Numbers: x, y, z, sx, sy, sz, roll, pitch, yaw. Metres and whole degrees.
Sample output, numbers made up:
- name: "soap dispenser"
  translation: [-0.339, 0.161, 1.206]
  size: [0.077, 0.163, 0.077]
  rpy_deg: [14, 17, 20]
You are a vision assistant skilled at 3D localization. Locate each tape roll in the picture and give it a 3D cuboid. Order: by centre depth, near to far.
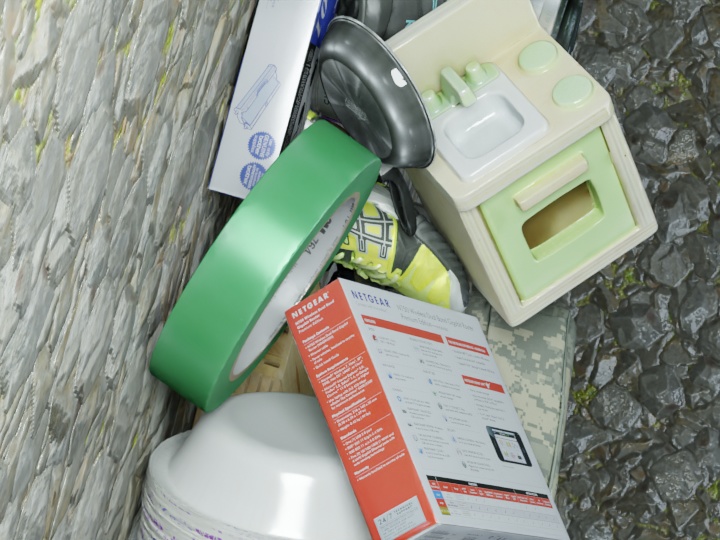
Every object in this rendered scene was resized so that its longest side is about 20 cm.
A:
- name: "tape roll"
  translation: [-0.061, -0.002, 1.583]
  size: [0.201, 0.048, 0.200]
  rpy_deg: [-55, 174, -9]

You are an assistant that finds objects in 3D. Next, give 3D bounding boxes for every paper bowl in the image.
- name: "paper bowl"
  translation: [-0.047, 0.153, 1.655]
  size: [0.201, 0.199, 0.105]
  rpy_deg: [-57, 159, -71]

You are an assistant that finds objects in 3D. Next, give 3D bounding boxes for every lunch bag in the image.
- name: "lunch bag"
  translation: [0.065, 0.113, 1.822]
  size: [0.140, 0.167, 0.201]
  rpy_deg: [100, 1, -58]

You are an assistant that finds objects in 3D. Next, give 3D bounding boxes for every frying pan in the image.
- name: "frying pan"
  translation: [0.004, -0.098, 1.625]
  size: [0.031, 0.115, 0.190]
  rpy_deg: [-34, 164, -20]

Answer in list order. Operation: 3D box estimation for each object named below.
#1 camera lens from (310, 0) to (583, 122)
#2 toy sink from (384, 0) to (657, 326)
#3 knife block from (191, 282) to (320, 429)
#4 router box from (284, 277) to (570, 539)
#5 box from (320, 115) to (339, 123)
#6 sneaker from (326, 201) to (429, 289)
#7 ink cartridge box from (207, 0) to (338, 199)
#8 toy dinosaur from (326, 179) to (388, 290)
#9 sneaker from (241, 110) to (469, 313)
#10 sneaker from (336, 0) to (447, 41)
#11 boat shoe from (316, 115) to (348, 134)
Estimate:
- name: "camera lens"
  translation: [0.056, -0.173, 1.803]
  size: [0.160, 0.199, 0.161]
  rpy_deg: [16, 90, -84]
- name: "toy sink"
  translation: [0.105, -0.082, 1.668]
  size: [0.112, 0.130, 0.200]
  rpy_deg: [51, -9, 45]
- name: "knife block"
  translation: [-0.055, 0.093, 1.866]
  size: [0.175, 0.064, 0.201]
  rpy_deg: [6, 99, -67]
- name: "router box"
  translation: [0.048, 0.107, 1.636]
  size: [0.200, 0.049, 0.180]
  rpy_deg: [18, 46, -58]
- name: "box"
  translation: [0.015, -0.238, 2.031]
  size: [0.137, 0.039, 0.201]
  rpy_deg: [97, 10, -57]
- name: "sneaker"
  translation: [-0.012, 0.009, 2.039]
  size: [0.202, 0.077, 0.147]
  rpy_deg: [12, -107, 61]
- name: "ink cartridge box"
  translation: [-0.050, -0.145, 1.629]
  size: [0.094, 0.044, 0.201]
  rpy_deg: [-11, 116, -85]
- name: "toy dinosaur"
  translation: [0.000, 0.000, 1.806]
  size: [0.088, 0.047, 0.201]
  rpy_deg: [-26, -121, 45]
- name: "sneaker"
  translation: [-0.008, -0.028, 1.727]
  size: [0.077, 0.200, 0.075]
  rpy_deg: [-52, -170, -18]
- name: "sneaker"
  translation: [0.024, -0.245, 1.719]
  size: [0.075, 0.079, 0.201]
  rpy_deg: [134, -42, -63]
- name: "boat shoe"
  translation: [-0.038, -0.053, 1.896]
  size: [0.202, 0.074, 0.075]
  rpy_deg: [61, 49, -67]
